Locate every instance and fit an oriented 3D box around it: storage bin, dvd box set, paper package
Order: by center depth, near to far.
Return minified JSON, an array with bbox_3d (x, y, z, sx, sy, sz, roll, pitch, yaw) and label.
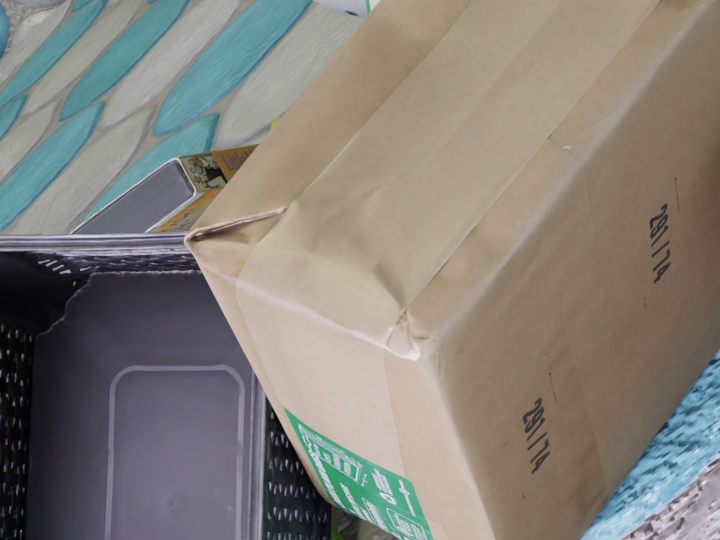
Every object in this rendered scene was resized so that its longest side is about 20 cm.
[{"bbox_3d":[0.052,-0.006,0.708,0.103,0.200,0.191,29,69,29],"label":"paper package"},{"bbox_3d":[-0.088,0.090,0.775,0.135,0.200,0.094,-1,-9,15],"label":"storage bin"},{"bbox_3d":[-0.112,-0.032,1.263,0.146,0.029,0.200,-34,-7,24],"label":"dvd box set"}]

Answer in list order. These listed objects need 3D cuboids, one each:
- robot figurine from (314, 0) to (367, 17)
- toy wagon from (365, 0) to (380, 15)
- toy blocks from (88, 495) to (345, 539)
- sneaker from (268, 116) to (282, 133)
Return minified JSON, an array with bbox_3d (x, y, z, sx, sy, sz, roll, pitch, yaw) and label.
[{"bbox_3d":[0.018,-0.213,0.934,0.125,0.150,0.200,-15,48,45],"label":"robot figurine"},{"bbox_3d":[0.046,-0.116,0.814,0.040,0.155,0.200,18,50,30],"label":"toy wagon"},{"bbox_3d":[-0.080,0.139,0.904,0.200,0.100,0.137,-38,8,19],"label":"toy blocks"},{"bbox_3d":[0.000,0.000,0.903,0.074,0.200,0.084,30,74,29],"label":"sneaker"}]
